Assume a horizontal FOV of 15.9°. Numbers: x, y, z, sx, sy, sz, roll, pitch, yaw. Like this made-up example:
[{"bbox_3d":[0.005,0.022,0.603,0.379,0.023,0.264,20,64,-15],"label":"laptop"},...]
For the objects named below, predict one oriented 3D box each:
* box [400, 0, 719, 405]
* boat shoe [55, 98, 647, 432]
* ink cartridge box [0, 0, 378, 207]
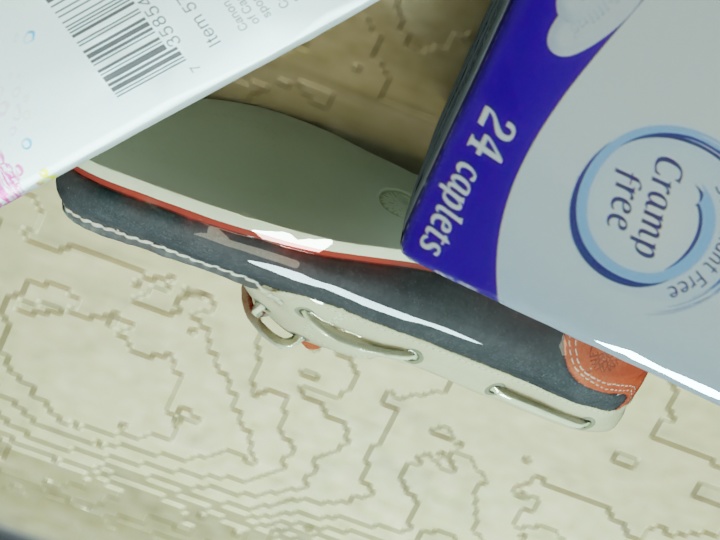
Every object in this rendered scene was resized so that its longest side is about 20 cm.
[{"bbox_3d":[0.139,-0.059,0.709,0.199,0.105,0.185,24,118,-1],"label":"box"},{"bbox_3d":[0.000,0.000,0.785,0.199,0.071,0.063,14,122,-13],"label":"boat shoe"},{"bbox_3d":[-0.112,-0.110,0.673,0.199,0.145,0.146,-27,118,14],"label":"ink cartridge box"}]
